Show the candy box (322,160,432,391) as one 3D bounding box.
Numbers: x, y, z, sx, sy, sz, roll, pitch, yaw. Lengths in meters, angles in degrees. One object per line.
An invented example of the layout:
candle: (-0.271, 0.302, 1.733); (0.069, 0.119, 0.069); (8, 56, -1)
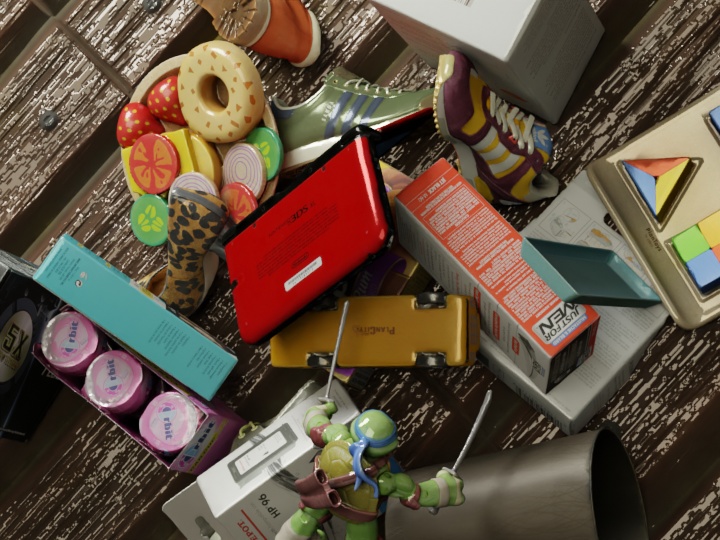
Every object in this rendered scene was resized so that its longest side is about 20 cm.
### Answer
candy box: (0.000, 0.000, 1.578); (0.117, 0.056, 0.200); (32, 88, 21)

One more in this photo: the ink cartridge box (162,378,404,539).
ink cartridge box: (-0.066, 0.207, 1.500); (0.200, 0.116, 0.068); (-36, 34, -2)

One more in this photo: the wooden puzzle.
wooden puzzle: (0.329, -0.071, 1.479); (0.200, 0.046, 0.186); (-30, 70, 4)

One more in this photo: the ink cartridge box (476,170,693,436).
ink cartridge box: (0.200, 0.029, 1.522); (0.162, 0.057, 0.200); (40, 72, 22)

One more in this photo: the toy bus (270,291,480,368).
toy bus: (0.014, 0.056, 1.474); (0.200, 0.078, 0.065); (-2, 84, 27)

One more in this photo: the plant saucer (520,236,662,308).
plant saucer: (0.198, 0.005, 1.413); (0.070, 0.200, 0.019); (48, 111, 23)

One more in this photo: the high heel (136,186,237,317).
high heel: (-0.191, -0.019, 1.588); (0.200, 0.143, 0.072); (-14, 43, 34)

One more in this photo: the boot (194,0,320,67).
boot: (-0.106, -0.274, 1.666); (0.075, 0.107, 0.200); (-52, 41, 23)

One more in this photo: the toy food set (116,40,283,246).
toy food set: (-0.161, -0.116, 1.628); (0.200, 0.049, 0.198); (-16, 89, 31)

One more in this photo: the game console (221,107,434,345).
game console: (-0.017, -0.039, 1.460); (0.200, 0.119, 0.173); (-37, 54, 37)

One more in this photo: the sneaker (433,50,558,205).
sneaker: (0.126, -0.131, 1.492); (0.090, 0.200, 0.075); (0, 60, 19)

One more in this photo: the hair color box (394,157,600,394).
hair color box: (0.119, 0.006, 1.450); (0.064, 0.111, 0.200); (-39, 72, -10)

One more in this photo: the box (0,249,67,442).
box: (-0.362, 0.068, 1.605); (0.086, 0.200, 0.164); (32, 89, 23)

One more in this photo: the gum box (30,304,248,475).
gum box: (-0.214, 0.114, 1.593); (0.200, 0.113, 0.066); (36, 91, 22)

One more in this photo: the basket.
basket: (0.134, 0.227, 1.442); (0.200, 0.181, 0.136); (-8, 35, 25)

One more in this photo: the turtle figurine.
turtle figurine: (0.014, 0.172, 1.393); (0.144, 0.200, 0.194); (18, 125, -7)

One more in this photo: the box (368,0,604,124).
box: (0.119, -0.236, 1.511); (0.152, 0.200, 0.107); (28, 89, 22)

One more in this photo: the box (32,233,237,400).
box: (-0.211, 0.043, 1.550); (0.200, 0.082, 0.049); (35, 89, -8)

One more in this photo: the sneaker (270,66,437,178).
sneaker: (-0.002, -0.161, 1.605); (0.200, 0.067, 0.090); (-18, 79, 17)

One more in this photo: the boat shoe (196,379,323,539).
boat shoe: (-0.101, 0.181, 1.564); (0.060, 0.072, 0.202); (38, 96, 17)
